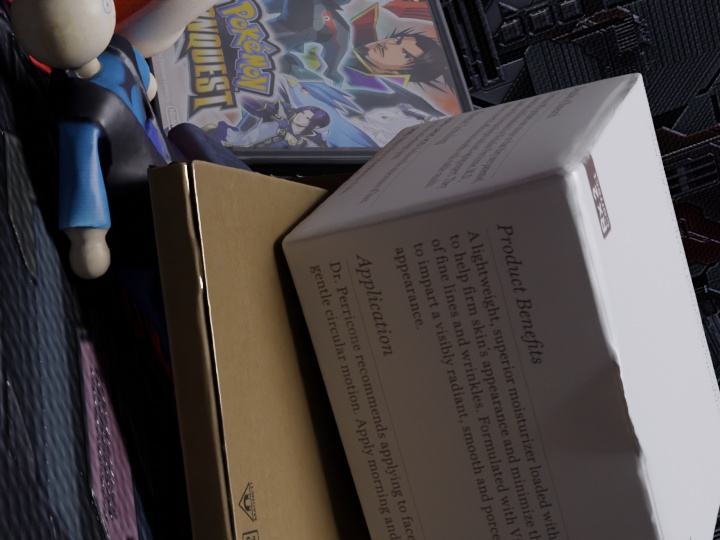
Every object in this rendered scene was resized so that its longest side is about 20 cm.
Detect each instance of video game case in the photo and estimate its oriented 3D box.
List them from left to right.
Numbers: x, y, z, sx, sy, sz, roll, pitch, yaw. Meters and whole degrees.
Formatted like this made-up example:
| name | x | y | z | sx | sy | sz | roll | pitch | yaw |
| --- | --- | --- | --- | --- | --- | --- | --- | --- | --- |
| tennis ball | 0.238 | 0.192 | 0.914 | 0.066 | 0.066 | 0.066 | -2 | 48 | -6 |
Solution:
| name | x | y | z | sx | sy | sz | roll | pitch | yaw |
| --- | --- | --- | --- | --- | --- | --- | --- | --- | --- |
| video game case | -0.036 | -0.125 | 1.076 | 0.026 | 0.179 | 0.201 | 105 | -22 | -45 |

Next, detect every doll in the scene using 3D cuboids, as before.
| name | x | y | z | sx | sy | sz | roll | pitch | yaw |
| --- | --- | --- | --- | --- | --- | --- | --- | --- | --- |
| doll | -0.091 | -0.037 | 0.772 | 0.137 | 0.048 | 0.201 | -87 | 160 | -48 |

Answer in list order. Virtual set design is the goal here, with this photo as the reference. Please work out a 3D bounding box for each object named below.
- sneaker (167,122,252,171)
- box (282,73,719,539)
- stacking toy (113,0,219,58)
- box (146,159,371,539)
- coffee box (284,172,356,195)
| name | x | y | z | sx | sy | sz | roll | pitch | yaw |
| --- | --- | --- | --- | --- | --- | --- | --- | --- | --- |
| sneaker | -0.054 | 0.021 | 0.910 | 0.201 | 0.082 | 0.074 | 61 | 15 | 18 |
| box | 0.076 | 0.037 | 0.865 | 0.200 | 0.130 | 0.201 | -46 | 122 | -66 |
| stacking toy | -0.118 | -0.202 | 0.837 | 0.201 | 0.146 | 0.146 | 54 | 8 | -14 |
| box | -0.034 | 0.061 | 0.783 | 0.163 | 0.021 | 0.202 | 6 | 75 | -72 |
| coffee box | 0.000 | 0.000 | 1.058 | 0.200 | 0.112 | 0.081 | 14 | 74 | -71 |
